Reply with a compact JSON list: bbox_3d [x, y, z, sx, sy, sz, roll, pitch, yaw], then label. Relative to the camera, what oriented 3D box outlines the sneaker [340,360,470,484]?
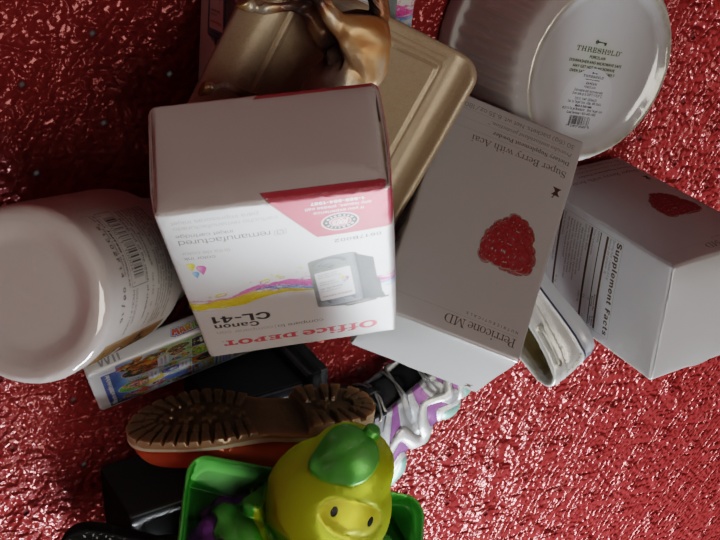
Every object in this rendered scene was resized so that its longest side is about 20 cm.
[{"bbox_3d":[0.020,0.120,1.084,0.140,0.078,0.200,23,101,-48],"label":"sneaker"}]

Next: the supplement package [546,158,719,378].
[{"bbox_3d":[0.260,-0.009,1.088,0.121,0.200,0.120,-14,124,-28],"label":"supplement package"}]

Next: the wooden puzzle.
[{"bbox_3d":[-0.032,-0.109,0.843,0.200,0.037,0.185,18,109,-36],"label":"wooden puzzle"}]

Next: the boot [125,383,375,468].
[{"bbox_3d":[-0.091,0.154,0.929,0.200,0.075,0.107,2,117,-16],"label":"boot"}]

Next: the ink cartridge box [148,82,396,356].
[{"bbox_3d":[-0.051,-0.028,0.771,0.147,0.086,0.200,-8,150,-1],"label":"ink cartridge box"}]

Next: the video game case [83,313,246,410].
[{"bbox_3d":[-0.122,0.056,0.923,0.200,0.018,0.143,-21,168,-14],"label":"video game case"}]

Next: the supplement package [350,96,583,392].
[{"bbox_3d":[0.087,-0.021,0.947,0.121,0.120,0.200,21,70,-4],"label":"supplement package"}]

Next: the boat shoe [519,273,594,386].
[{"bbox_3d":[0.122,0.027,1.052,0.086,0.075,0.202,-43,97,-26],"label":"boat shoe"}]

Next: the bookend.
[{"bbox_3d":[-0.135,0.172,1.005,0.198,0.092,0.200,-13,122,-27],"label":"bookend"}]

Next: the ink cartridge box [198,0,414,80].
[{"bbox_3d":[-0.038,-0.213,0.849,0.145,0.088,0.200,-11,125,-29],"label":"ink cartridge box"}]

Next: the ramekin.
[{"bbox_3d":[0.177,-0.190,0.999,0.200,0.105,0.201,-17,125,-26],"label":"ramekin"}]

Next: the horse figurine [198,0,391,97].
[{"bbox_3d":[-0.033,-0.131,0.772,0.132,0.050,0.200,13,114,-29],"label":"horse figurine"}]

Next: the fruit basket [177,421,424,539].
[{"bbox_3d":[-0.037,0.206,0.858,0.215,0.215,0.156,31,53,-42],"label":"fruit basket"}]

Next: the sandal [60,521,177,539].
[{"bbox_3d":[-0.150,0.247,0.954,0.200,0.048,0.075,19,101,-11],"label":"sandal"}]

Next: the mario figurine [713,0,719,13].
[{"bbox_3d":[0.419,-0.307,1.091,0.123,0.106,0.200,46,77,-8],"label":"mario figurine"}]

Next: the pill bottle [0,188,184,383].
[{"bbox_3d":[-0.188,0.002,0.798,0.115,0.114,0.200,-64,173,13],"label":"pill bottle"}]
